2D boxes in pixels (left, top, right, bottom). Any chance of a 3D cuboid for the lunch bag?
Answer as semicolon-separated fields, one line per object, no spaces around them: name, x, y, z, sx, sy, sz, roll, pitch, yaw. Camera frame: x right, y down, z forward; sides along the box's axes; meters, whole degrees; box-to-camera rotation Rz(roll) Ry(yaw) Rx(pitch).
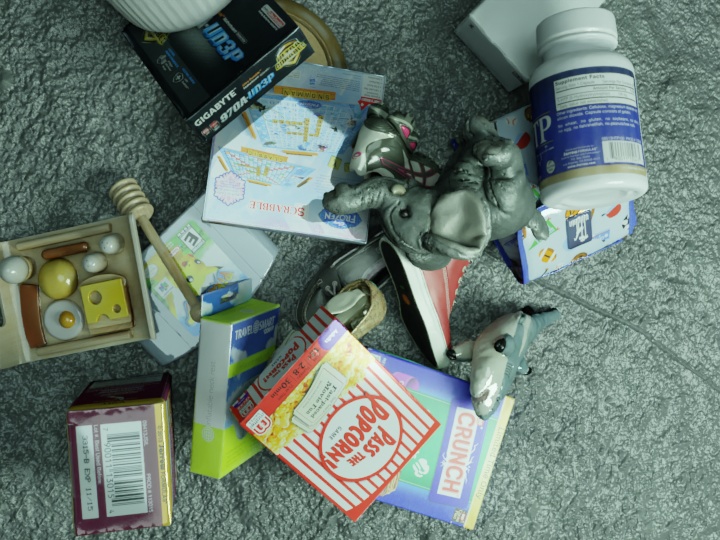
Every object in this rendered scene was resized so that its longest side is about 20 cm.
lunch bag;0.233;-0.105;1.146;0.168;0.124;0.203;-23;95;-9

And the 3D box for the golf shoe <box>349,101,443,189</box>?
golf shoe;0.045;-0.111;1.099;0.089;0.077;0.200;-58;142;-10

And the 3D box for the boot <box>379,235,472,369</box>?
boot;0.114;0.013;1.138;0.143;0.072;0.202;-30;123;-20

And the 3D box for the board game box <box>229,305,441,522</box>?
board game box;-0.024;0.162;1.040;0.152;0.046;0.200;-47;118;-5

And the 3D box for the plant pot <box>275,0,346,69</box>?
plant pot;-0.110;-0.235;1.134;0.196;0.027;0.204;0;90;-10

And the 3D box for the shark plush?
shark plush;0.183;0.100;1.152;0.090;0.200;0.084;-20;101;36

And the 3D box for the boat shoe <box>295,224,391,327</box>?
boat shoe;0.000;0.000;1.142;0.199;0.057;0.067;-42;97;-7

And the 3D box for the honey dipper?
honey dipper;-0.228;-0.020;1.071;0.038;0.038;0.201;-32;70;-7

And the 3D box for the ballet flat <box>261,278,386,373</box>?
ballet flat;-0.052;0.078;1.068;0.070;0.066;0.200;32;65;31

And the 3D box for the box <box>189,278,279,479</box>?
box;-0.143;0.120;1.070;0.047;0.122;0.204;10;102;20

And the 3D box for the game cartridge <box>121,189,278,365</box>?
game cartridge;-0.199;0.010;1.120;0.200;0.040;0.133;-45;101;-6

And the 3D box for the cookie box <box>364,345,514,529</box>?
cookie box;0.067;0.203;1.149;0.197;0.075;0.174;19;87;-10

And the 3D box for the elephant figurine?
elephant figurine;0.085;-0.060;1.018;0.199;0.142;0.155;-40;57;-14

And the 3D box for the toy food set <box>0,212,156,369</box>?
toy food set;-0.335;0.025;1.062;0.197;0.060;0.146;-11;93;10

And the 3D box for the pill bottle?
pill bottle;0.249;-0.178;1.038;0.117;0.120;0.204;-2;81;-10

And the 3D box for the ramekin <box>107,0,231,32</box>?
ramekin;-0.211;-0.360;1.035;0.197;0.105;0.203;-11;58;18

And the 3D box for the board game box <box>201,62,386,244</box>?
board game box;-0.079;-0.144;1.104;0.196;0.041;0.203;8;87;-10

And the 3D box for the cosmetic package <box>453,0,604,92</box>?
cosmetic package;0.226;-0.336;1.164;0.200;0.081;0.113;-44;97;-5

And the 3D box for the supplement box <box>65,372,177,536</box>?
supplement box;-0.257;0.194;1.029;0.101;0.200;0.133;-4;92;-9

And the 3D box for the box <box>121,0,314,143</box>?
box;-0.164;-0.257;1.047;0.158;0.046;0.201;-38;53;0
